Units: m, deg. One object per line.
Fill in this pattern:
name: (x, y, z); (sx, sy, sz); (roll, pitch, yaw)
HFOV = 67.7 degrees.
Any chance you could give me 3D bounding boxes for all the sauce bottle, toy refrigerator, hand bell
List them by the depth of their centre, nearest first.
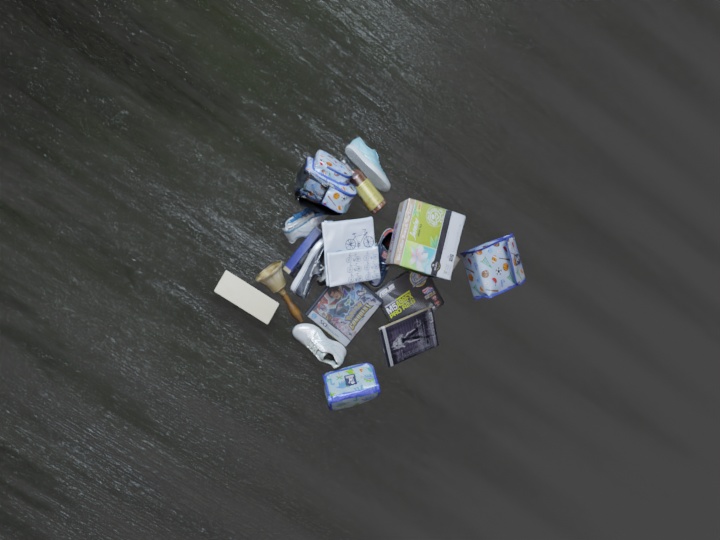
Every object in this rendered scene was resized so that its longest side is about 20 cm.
toy refrigerator: (-0.361, 0.087, 1.710); (0.197, 0.070, 0.077); (32, 80, -9)
hand bell: (-0.242, 0.082, 1.730); (0.103, 0.104, 0.203); (-34, 107, -7)
sauce bottle: (0.004, -0.280, 1.763); (0.066, 0.066, 0.202); (-39, 94, -6)

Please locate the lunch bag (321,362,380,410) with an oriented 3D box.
lunch bag: (-0.031, 0.371, 1.696); (0.164, 0.200, 0.132); (-13, 93, -7)

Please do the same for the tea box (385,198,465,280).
tea box: (0.198, -0.093, 1.666); (0.190, 0.134, 0.207); (14, 88, -8)

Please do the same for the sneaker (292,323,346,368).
sneaker: (-0.134, 0.241, 1.731); (0.196, 0.081, 0.071); (31, 116, -6)

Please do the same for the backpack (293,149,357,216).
backpack: (-0.100, -0.271, 1.678); (0.188, 0.202, 0.155); (34, 115, -18)

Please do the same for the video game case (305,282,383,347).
video game case: (-0.052, 0.119, 1.742); (0.179, 0.026, 0.201); (39, 99, -15)

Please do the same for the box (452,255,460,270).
box: (0.225, -0.068, 1.784); (0.198, 0.095, 0.079); (39, 85, -9)

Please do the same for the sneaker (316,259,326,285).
sneaker: (-0.091, -0.051, 1.759); (0.200, 0.076, 0.116); (-43, 80, -3)

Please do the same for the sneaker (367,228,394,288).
sneaker: (0.074, -0.042, 1.765); (0.073, 0.084, 0.207); (18, 88, -8)

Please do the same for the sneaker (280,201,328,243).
sneaker: (-0.164, -0.155, 1.745); (0.196, 0.075, 0.089); (-28, 127, -14)

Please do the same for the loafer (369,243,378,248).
loafer: (0.000, 0.000, 1.760); (0.062, 0.072, 0.202); (38, 96, -7)

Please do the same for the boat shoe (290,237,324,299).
boat shoe: (-0.146, -0.006, 1.702); (0.067, 0.072, 0.204); (30, 86, 14)

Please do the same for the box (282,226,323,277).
box: (-0.169, -0.070, 1.709); (0.032, 0.121, 0.202); (38, 85, 4)

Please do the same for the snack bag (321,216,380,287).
snack bag: (-0.028, -0.062, 1.683); (0.182, 0.021, 0.208); (-7, 98, -21)

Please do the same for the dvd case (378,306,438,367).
dvd case: (0.163, 0.221, 1.783); (0.194, 0.016, 0.153); (-21, 116, -13)

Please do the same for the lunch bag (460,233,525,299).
lunch bag: (0.462, -0.016, 1.810); (0.195, 0.123, 0.176); (-18, 94, -22)

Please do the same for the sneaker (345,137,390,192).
sneaker: (0.042, -0.354, 1.765); (0.200, 0.073, 0.082); (47, 66, -16)

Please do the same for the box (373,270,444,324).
box: (0.162, 0.093, 1.800); (0.196, 0.044, 0.163); (-31, 96, -7)
